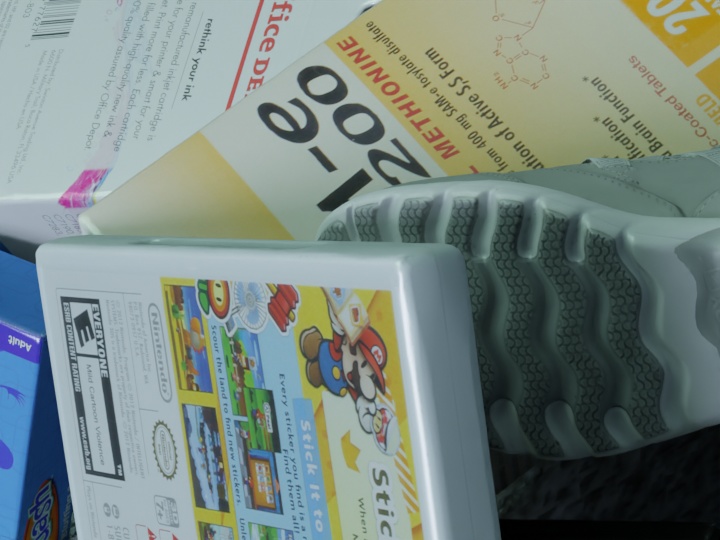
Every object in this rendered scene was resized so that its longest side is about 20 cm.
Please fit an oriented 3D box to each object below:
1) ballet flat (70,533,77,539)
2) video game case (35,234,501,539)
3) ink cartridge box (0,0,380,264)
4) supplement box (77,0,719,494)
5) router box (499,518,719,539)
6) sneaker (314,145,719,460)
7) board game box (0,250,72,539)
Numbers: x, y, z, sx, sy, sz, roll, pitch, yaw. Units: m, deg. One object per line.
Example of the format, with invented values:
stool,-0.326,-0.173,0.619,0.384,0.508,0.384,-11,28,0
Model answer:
ballet flat,-0.098,0.160,0.869,0.072,0.072,0.200,-32,17,33
video game case,-0.021,0.091,0.667,0.182,0.023,0.201,3,102,55
ink cartridge box,-0.057,-0.055,0.907,0.199,0.068,0.116,-1,58,28
supplement box,0.034,-0.016,0.761,0.200,0.074,0.126,-37,65,-12
router box,0.023,0.153,0.741,0.199,0.052,0.158,-7,53,52
sneaker,0.086,0.003,0.681,0.199,0.075,0.082,2,21,15
board game box,-0.178,0.075,0.924,0.045,0.151,0.201,-41,-34,-55
